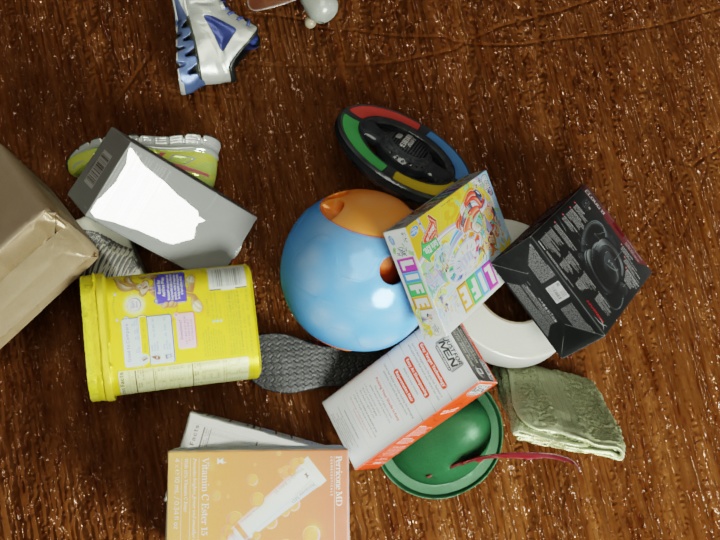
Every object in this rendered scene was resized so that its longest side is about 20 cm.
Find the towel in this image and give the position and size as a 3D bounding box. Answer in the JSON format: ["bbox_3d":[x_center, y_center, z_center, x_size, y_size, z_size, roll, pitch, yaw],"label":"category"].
[{"bbox_3d":[0.244,0.168,1.172,0.147,0.200,0.037,14,108,-4],"label":"towel"}]

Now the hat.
[{"bbox_3d":[0.123,0.200,1.156,0.199,0.176,0.167,-21,86,-8],"label":"hat"}]

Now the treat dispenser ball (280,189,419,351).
[{"bbox_3d":[0.000,0.000,1.164,0.199,0.201,0.203,1,81,-5],"label":"treat dispenser ball"}]

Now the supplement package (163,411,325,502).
[{"bbox_3d":[-0.127,0.252,1.160,0.199,0.110,0.115,17,80,-3],"label":"supplement package"}]

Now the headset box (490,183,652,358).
[{"bbox_3d":[0.274,-0.008,1.189,0.149,0.077,0.200,53,42,-1],"label":"headset box"}]

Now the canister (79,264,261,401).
[{"bbox_3d":[-0.225,0.071,1.124,0.198,0.087,0.150,-5,81,-12],"label":"canister"}]

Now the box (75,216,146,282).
[{"bbox_3d":[-0.307,0.026,1.198,0.082,0.068,0.201,-25,84,-10],"label":"box"}]

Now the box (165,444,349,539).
[{"bbox_3d":[-0.114,0.261,1.055,0.198,0.097,0.125,0,82,-6],"label":"box"}]

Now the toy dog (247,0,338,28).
[{"bbox_3d":[-0.126,-0.385,1.261,0.131,0.097,0.201,2,44,-42],"label":"toy dog"}]

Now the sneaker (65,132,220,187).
[{"bbox_3d":[-0.280,-0.127,1.220,0.198,0.078,0.091,-3,84,-6],"label":"sneaker"}]

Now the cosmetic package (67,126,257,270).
[{"bbox_3d":[-0.239,-0.077,1.157,0.200,0.090,0.107,34,90,-39],"label":"cosmetic package"}]

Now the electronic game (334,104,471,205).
[{"bbox_3d":[0.058,-0.150,1.216,0.199,0.200,0.042,31,123,0],"label":"electronic game"}]

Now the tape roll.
[{"bbox_3d":[0.191,0.027,1.230,0.201,0.037,0.204,6,64,-13],"label":"tape roll"}]

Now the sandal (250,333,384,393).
[{"bbox_3d":[-0.064,0.123,1.225,0.199,0.045,0.076,6,86,-19],"label":"sandal"}]

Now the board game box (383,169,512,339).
[{"bbox_3d":[0.115,-0.023,1.121,0.200,0.034,0.135,-36,109,-48],"label":"board game box"}]

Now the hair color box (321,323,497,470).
[{"bbox_3d":[0.058,0.151,1.160,0.200,0.061,0.102,-39,65,21],"label":"hair color box"}]

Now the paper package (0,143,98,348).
[{"bbox_3d":[-0.440,-0.028,1.120,0.191,0.104,0.200,-44,49,-5],"label":"paper package"}]

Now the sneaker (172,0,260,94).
[{"bbox_3d":[-0.193,-0.337,1.265,0.114,0.081,0.201,-4,89,-10],"label":"sneaker"}]
